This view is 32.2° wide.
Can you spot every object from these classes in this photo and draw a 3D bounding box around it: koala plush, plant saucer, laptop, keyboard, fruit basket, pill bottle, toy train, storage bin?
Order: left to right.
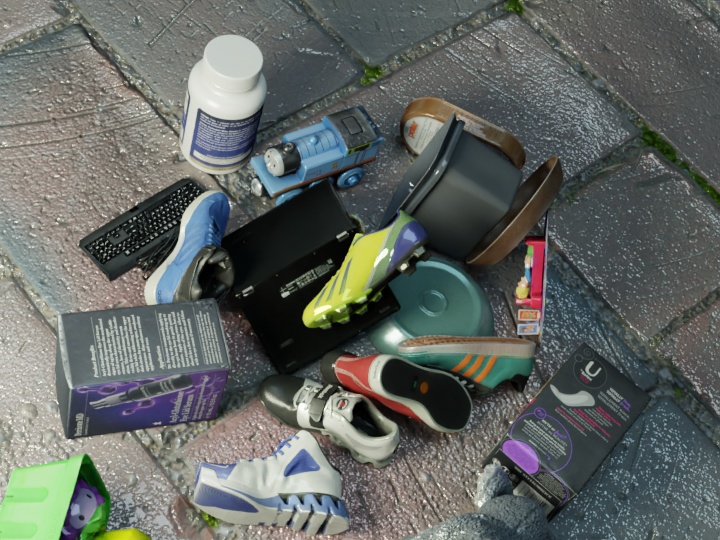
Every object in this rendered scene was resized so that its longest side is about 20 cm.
[{"bbox_3d":[-0.309,0.328,1.415,0.215,0.156,0.216,-3,54,4],"label":"fruit basket"},{"bbox_3d":[-0.284,-0.060,1.730,0.104,0.040,0.200,44,58,15],"label":"keyboard"},{"bbox_3d":[-0.193,-0.237,1.771,0.111,0.200,0.111,7,56,-11],"label":"pill bottle"},{"bbox_3d":[-0.075,0.006,1.707,0.187,0.116,0.200,-30,95,2],"label":"laptop"},{"bbox_3d":[-0.065,-0.164,1.811,0.200,0.114,0.087,-21,64,-26],"label":"toy train"},{"bbox_3d":[0.099,0.053,1.762,0.199,0.036,0.200,7,57,-11],"label":"plant saucer"},{"bbox_3d":[0.138,-0.114,1.796,0.134,0.200,0.146,30,54,-8],"label":"storage bin"},{"bbox_3d":[0.164,0.341,1.522,0.177,0.184,0.200,46,46,15],"label":"koala plush"},{"bbox_3d":[0.228,-0.078,1.788,0.034,0.200,0.200,40,56,-4],"label":"plant saucer"}]

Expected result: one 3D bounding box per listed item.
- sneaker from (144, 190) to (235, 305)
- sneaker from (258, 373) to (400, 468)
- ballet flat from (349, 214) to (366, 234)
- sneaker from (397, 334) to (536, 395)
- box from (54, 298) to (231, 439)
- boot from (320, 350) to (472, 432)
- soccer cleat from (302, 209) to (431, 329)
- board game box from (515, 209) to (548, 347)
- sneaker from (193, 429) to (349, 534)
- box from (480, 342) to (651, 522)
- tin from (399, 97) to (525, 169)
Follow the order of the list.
[{"bbox_3d":[-0.200,-0.025,1.679,0.111,0.077,0.200,2,49,35],"label":"sneaker"},{"bbox_3d":[-0.036,0.177,1.614,0.200,0.089,0.074,25,56,3],"label":"sneaker"},{"bbox_3d":[-0.033,0.001,1.743,0.075,0.064,0.200,14,56,-7],"label":"ballet flat"},{"bbox_3d":[0.144,0.132,1.688,0.199,0.071,0.080,3,97,-18],"label":"sneaker"},{"bbox_3d":[-0.274,0.122,1.548,0.199,0.148,0.105,-7,60,-18],"label":"box"},{"bbox_3d":[0.045,0.157,1.660,0.200,0.144,0.073,31,71,-38],"label":"boot"},{"bbox_3d":[0.000,0.000,1.627,0.200,0.065,0.084,-37,72,5],"label":"soccer cleat"},{"bbox_3d":[0.241,0.007,1.765,0.039,0.158,0.200,3,55,6],"label":"board game box"},{"bbox_3d":[-0.108,0.255,1.555,0.199,0.081,0.115,15,51,-14],"label":"sneaker"},{"bbox_3d":[0.274,0.215,1.659,0.122,0.106,0.200,41,56,10],"label":"box"},{"bbox_3d":[0.153,-0.193,1.891,0.200,0.112,0.042,25,55,3],"label":"tin"}]
